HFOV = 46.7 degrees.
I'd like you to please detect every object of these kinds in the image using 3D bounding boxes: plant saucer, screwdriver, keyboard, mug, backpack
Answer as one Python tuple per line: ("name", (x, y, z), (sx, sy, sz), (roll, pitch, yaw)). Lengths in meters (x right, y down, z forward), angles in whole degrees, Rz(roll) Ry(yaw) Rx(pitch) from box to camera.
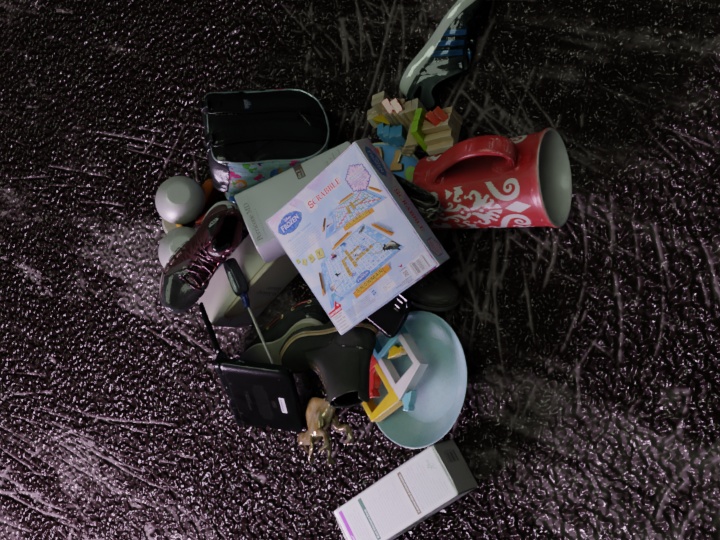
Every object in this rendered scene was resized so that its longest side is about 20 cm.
("plant saucer", (0.091, 0.162, 1.242), (0.200, 0.039, 0.203), (-11, 74, 44))
("screwdriver", (-0.174, 0.074, 1.320), (0.029, 0.028, 0.202), (-19, 81, -5))
("keyboard", (0.000, 0.000, 1.222), (0.200, 0.040, 0.104), (40, 126, 15))
("mug", (0.175, -0.137, 1.174), (0.199, 0.178, 0.134), (-4, 41, 34))
("backpack", (-0.149, -0.206, 1.356), (0.198, 0.151, 0.179), (-10, 56, -8))

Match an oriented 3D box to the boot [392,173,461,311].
("boot", (0.080, -0.041, 1.195), (0.199, 0.069, 0.175), (33, 143, 6))

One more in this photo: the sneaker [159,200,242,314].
("sneaker", (-0.245, -0.018, 1.291), (0.201, 0.075, 0.115), (-61, 19, -2))

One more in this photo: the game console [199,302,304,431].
("game console", (-0.173, 0.157, 1.339), (0.174, 0.201, 0.117), (6, 55, 9))

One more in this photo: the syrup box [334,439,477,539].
("syrup box", (0.065, 0.337, 1.232), (0.200, 0.079, 0.082), (-38, 69, 22))

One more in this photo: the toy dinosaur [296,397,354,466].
("toy dinosaur", (-0.055, 0.233, 1.291), (0.201, 0.058, 0.101), (-59, 44, 30))

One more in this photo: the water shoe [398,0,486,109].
("water shoe", (0.144, -0.337, 1.273), (0.079, 0.071, 0.200), (41, 110, 4))

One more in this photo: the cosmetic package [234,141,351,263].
("cosmetic package", (-0.082, -0.105, 1.283), (0.199, 0.074, 0.102), (-26, 68, -2))

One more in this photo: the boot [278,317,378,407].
("boot", (-0.059, 0.155, 1.261), (0.199, 0.077, 0.139), (-31, 43, 41))

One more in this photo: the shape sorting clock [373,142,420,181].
("shape sorting clock", (0.022, -0.106, 1.325), (0.199, 0.039, 0.202), (-3, 84, 30))

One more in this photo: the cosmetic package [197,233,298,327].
("cosmetic package", (-0.172, 0.003, 1.391), (0.200, 0.103, 0.073), (-47, 67, 19))

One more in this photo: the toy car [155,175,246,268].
("toy car", (-0.271, -0.064, 1.442), (0.149, 0.175, 0.202), (-5, 77, -9))

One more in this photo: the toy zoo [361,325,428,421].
("toy zoo", (0.029, 0.134, 1.268), (0.131, 0.020, 0.201), (-52, 48, 27))

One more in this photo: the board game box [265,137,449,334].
("board game box", (-0.009, -0.044, 1.161), (0.200, 0.041, 0.200), (-36, 86, 33))

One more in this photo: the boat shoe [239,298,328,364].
("boat shoe", (-0.125, 0.114, 1.379), (0.201, 0.074, 0.063), (-34, 31, 34))

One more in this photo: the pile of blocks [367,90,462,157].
("pile of blocks", (0.064, -0.226, 1.266), (0.199, 0.062, 0.082), (21, 73, 46))
